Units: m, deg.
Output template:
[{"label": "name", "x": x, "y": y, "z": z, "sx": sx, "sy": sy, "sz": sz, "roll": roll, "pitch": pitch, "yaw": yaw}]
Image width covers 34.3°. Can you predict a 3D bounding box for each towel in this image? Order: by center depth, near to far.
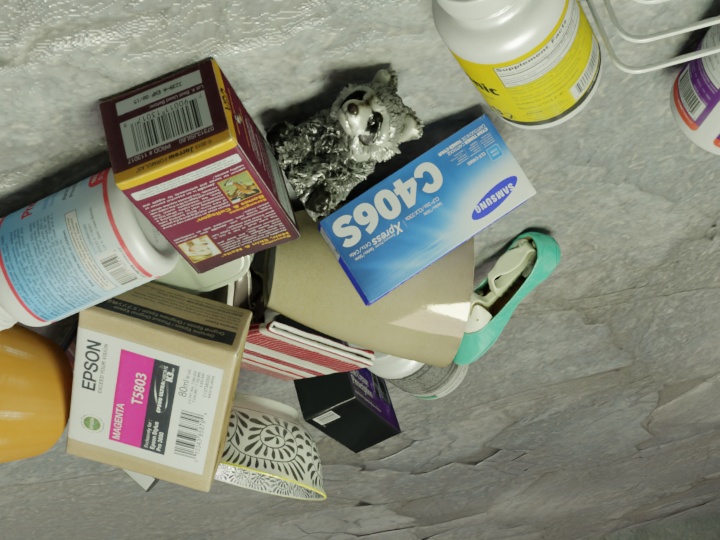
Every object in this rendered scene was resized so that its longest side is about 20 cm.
[{"label": "towel", "x": -0.092, "y": 0.088, "z": 1.302, "sx": 0.143, "sy": 0.023, "sz": 0.199, "roll": 20, "pitch": 160, "yaw": -30}]

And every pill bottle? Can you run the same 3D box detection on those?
[{"label": "pill bottle", "x": 0.122, "y": -0.203, "z": 0.944, "sx": 0.110, "sy": 0.113, "sz": 0.200, "roll": -23, "pitch": 154, "yaw": 16}, {"label": "pill bottle", "x": -0.278, "y": -0.015, "z": 1.087, "sx": 0.198, "sy": 0.110, "sz": 0.109, "roll": -22, "pitch": 155, "yaw": 12}, {"label": "pill bottle", "x": 0.381, "y": -0.206, "z": 1.096, "sx": 0.110, "sy": 0.113, "sz": 0.201, "roll": -8, "pitch": 154, "yaw": -17}, {"label": "pill bottle", "x": 0.060, "y": 0.093, "z": 1.510, "sx": 0.112, "sy": 0.115, "sz": 0.200, "roll": -24, "pitch": 155, "yaw": 16}]

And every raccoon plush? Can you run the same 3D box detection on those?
[{"label": "raccoon plush", "x": -0.011, "y": -0.123, "z": 1.105, "sx": 0.133, "sy": 0.098, "sz": 0.200, "roll": -31, "pitch": -176, "yaw": 1}]

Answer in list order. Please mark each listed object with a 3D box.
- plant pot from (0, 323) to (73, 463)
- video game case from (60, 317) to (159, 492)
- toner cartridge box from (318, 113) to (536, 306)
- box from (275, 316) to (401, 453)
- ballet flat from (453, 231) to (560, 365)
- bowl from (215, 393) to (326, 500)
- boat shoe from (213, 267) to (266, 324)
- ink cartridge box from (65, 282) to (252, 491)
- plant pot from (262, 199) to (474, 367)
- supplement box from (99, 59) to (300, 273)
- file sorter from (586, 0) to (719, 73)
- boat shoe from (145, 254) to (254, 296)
[{"label": "plant pot", "x": -0.400, "y": 0.119, "z": 1.183, "sx": 0.199, "sy": 0.203, "sz": 0.182, "roll": -30, "pitch": 154, "yaw": 28}, {"label": "video game case", "x": -0.257, "y": 0.130, "z": 1.304, "sx": 0.200, "sy": 0.180, "sz": 0.026, "roll": -50, "pitch": 178, "yaw": 34}, {"label": "toner cartridge box", "x": 0.065, "y": -0.059, "z": 1.149, "sx": 0.199, "sy": 0.096, "sz": 0.043, "roll": -34, "pitch": 178, "yaw": -6}, {"label": "box", "x": -0.026, "y": 0.140, "z": 1.521, "sx": 0.078, "sy": 0.143, "sz": 0.200, "roll": -25, "pitch": 154, "yaw": 9}, {"label": "ballet flat", "x": 0.166, "y": 0.028, "z": 1.455, "sx": 0.201, "sy": 0.067, "sz": 0.070, "roll": -50, "pitch": 135, "yaw": 10}, {"label": "bowl", "x": -0.128, "y": 0.206, "z": 1.408, "sx": 0.198, "sy": 0.096, "sz": 0.201, "roll": 12, "pitch": 162, "yaw": 4}, {"label": "boat shoe", "x": -0.132, "y": 0.027, "z": 1.306, "sx": 0.059, "sy": 0.073, "sz": 0.200, "roll": -7, "pitch": 159, "yaw": -10}, {"label": "ink cartridge box", "x": -0.209, "y": 0.116, "z": 1.197, "sx": 0.162, "sy": 0.076, "sz": 0.202, "roll": 14, "pitch": 125, "yaw": -1}, {"label": "plant pot", "x": 0.000, "y": 0.000, "z": 1.238, "sx": 0.197, "sy": 0.190, "sz": 0.188, "roll": 6, "pitch": 150, "yaw": -13}, {"label": "supplement box", "x": -0.139, "y": -0.087, "z": 1.051, "sx": 0.109, "sy": 0.087, "sz": 0.200, "roll": -19, "pitch": 154, "yaw": 6}, {"label": "file sorter", "x": 0.246, "y": -0.262, "z": 0.885, "sx": 0.137, "sy": 0.126, "sz": 0.201, "roll": -15, "pitch": 156, "yaw": -1}, {"label": "boat shoe", "x": -0.198, "y": -0.006, "z": 1.198, "sx": 0.197, "sy": 0.062, "sz": 0.073, "roll": -15, "pitch": 119, "yaw": 17}]
